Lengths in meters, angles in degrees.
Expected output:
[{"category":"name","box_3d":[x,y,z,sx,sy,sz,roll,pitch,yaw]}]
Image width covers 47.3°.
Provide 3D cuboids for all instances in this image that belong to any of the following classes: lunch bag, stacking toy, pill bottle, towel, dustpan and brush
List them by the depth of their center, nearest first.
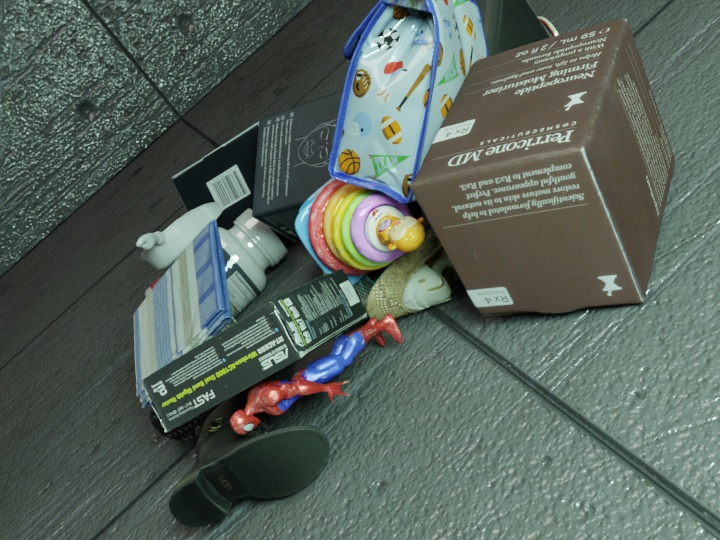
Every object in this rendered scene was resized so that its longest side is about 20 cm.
[{"category":"lunch bag","box_3d":[0.058,-0.188,0.843,0.122,0.204,0.169,20,21,22]},{"category":"stacking toy","box_3d":[0.016,-0.042,0.848,0.116,0.110,0.200,-40,17,-11]},{"category":"towel","box_3d":[-0.219,0.054,0.993,0.200,0.024,0.149,-44,44,31]},{"category":"dustpan and brush","box_3d":[-0.276,-0.045,1.183,0.139,0.057,0.200,-40,12,11]},{"category":"pill bottle","box_3d":[-0.209,0.008,1.216,0.200,0.120,0.119,-44,25,-9]}]

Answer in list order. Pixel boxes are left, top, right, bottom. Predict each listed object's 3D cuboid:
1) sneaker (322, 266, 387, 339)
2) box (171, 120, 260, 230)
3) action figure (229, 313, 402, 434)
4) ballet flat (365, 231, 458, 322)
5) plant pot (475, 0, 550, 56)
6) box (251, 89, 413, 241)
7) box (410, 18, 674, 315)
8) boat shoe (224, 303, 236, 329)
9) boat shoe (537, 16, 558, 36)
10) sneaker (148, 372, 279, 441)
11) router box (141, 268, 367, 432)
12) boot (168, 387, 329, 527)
[{"category":"sneaker","box_3d":[0.000,0.000,1.008,0.090,0.078,0.202,-20,36,15]},{"category":"box","box_3d":[-0.162,-0.156,1.344,0.198,0.126,0.196,-25,5,29]},{"category":"action figure","box_3d":[-0.046,0.108,0.833,0.198,0.053,0.065,-26,9,-27]},{"category":"ballet flat","box_3d":[0.091,-0.008,0.886,0.200,0.071,0.065,-44,42,0]},{"category":"plant pot","box_3d":[0.136,-0.209,1.017,0.198,0.199,0.180,-22,39,33]},{"category":"box","box_3d":[-0.035,-0.141,1.100,0.197,0.107,0.152,-11,67,32]},{"category":"box","box_3d":[0.176,-0.091,0.754,0.163,0.165,0.202,-7,39,36]},{"category":"boat shoe","box_3d":[-0.199,0.049,1.058,0.060,0.073,0.200,-18,23,-30]},{"category":"boat shoe","box_3d":[0.226,-0.318,1.189,0.062,0.072,0.200,-26,17,-8]},{"category":"sneaker","box_3d":[-0.171,0.138,1.026,0.198,0.070,0.090,-34,9,13]},{"category":"router box","box_3d":[-0.109,0.081,0.856,0.198,0.063,0.149,-31,-2,28]},{"category":"boot","box_3d":[-0.114,0.172,0.878,0.197,0.070,0.175,-25,20,15]}]
